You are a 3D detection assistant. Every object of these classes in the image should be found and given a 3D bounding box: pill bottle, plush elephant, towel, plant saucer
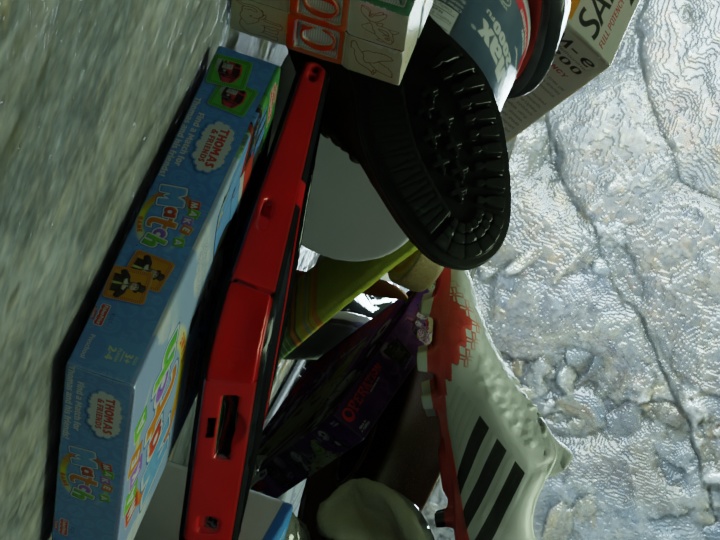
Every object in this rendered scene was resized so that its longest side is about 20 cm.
[{"bbox_3d":[0.016,-0.095,1.528,0.200,0.119,0.120,-64,170,-53],"label":"pill bottle"},{"bbox_3d":[-0.043,0.196,1.654,0.165,0.154,0.201,102,9,-46],"label":"plush elephant"},{"bbox_3d":[0.000,0.000,1.574,0.200,0.018,0.086,-40,-163,14],"label":"towel"},{"bbox_3d":[0.009,0.115,1.774,0.201,0.032,0.201,-58,-165,26],"label":"plant saucer"}]

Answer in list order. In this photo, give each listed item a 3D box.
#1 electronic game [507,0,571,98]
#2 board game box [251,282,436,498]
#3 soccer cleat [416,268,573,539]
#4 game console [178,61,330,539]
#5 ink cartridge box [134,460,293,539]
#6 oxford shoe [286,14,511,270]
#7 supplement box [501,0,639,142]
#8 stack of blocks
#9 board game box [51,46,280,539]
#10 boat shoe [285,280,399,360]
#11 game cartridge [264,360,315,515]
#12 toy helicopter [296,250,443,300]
[{"bbox_3d":[0.071,-0.200,1.653,0.200,0.041,0.202,169,-90,-70],"label":"electronic game"},{"bbox_3d":[-0.017,0.081,1.751,0.120,0.032,0.200,-50,-175,-31],"label":"board game box"},{"bbox_3d":[0.079,0.090,1.640,0.069,0.085,0.202,-39,123,-88],"label":"soccer cleat"},{"bbox_3d":[-0.052,0.024,1.365,0.201,0.031,0.178,102,-1,-52],"label":"game console"},{"bbox_3d":[-0.110,0.223,1.464,0.146,0.084,0.201,-60,166,-65],"label":"ink cartridge box"},{"bbox_3d":[0.016,-0.079,1.380,0.085,0.072,0.201,113,-41,-57],"label":"oxford shoe"},{"bbox_3d":[0.095,-0.145,1.894,0.200,0.073,0.126,-36,-162,42],"label":"supplement box"},{"bbox_3d":[0.025,-0.189,1.342,0.059,0.114,0.201,98,12,-59],"label":"stack of blocks"},{"bbox_3d":[-0.089,0.020,1.285,0.152,0.036,0.201,101,9,-50],"label":"board game box"},{"bbox_3d":[-0.017,0.027,1.870,0.200,0.075,0.061,36,42,-74],"label":"boat shoe"},{"bbox_3d":[-0.052,0.138,2.011,0.200,0.040,0.134,-60,163,-63],"label":"game cartridge"},{"bbox_3d":[0.011,-0.027,1.684,0.133,0.079,0.200,-58,-160,9],"label":"toy helicopter"}]
